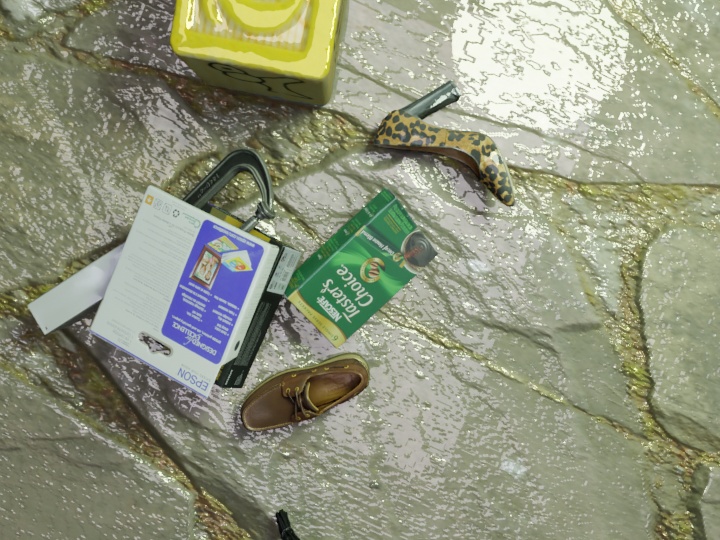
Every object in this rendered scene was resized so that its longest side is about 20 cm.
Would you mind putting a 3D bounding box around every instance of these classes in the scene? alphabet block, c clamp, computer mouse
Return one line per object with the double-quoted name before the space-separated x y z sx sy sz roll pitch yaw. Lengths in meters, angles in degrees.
"alphabet block" -0.115 -0.334 0.949 0.190 0.200 0.202 8 94 -3
"c clamp" -0.178 -0.053 0.988 0.200 0.027 0.172 -45 60 14
"computer mouse" -0.088 0.449 1.047 0.045 0.140 0.206 -1 94 -15

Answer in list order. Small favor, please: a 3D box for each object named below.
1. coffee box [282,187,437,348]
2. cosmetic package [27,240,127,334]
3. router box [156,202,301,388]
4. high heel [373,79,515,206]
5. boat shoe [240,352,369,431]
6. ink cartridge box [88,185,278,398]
"coffee box" 0.000 0.000 1.037 0.199 0.044 0.123 -41 124 1
"cosmetic package" -0.346 0.010 1.032 0.197 0.083 0.051 -33 95 0
"router box" -0.187 0.031 1.019 0.155 0.052 0.204 26 93 28
"high heel" 0.114 -0.146 1.036 0.141 0.072 0.203 -30 78 -5
"boat shoe" -0.080 0.173 1.059 0.196 0.068 0.074 -22 95 0
"ink cartridge box" -0.222 0.025 0.946 0.195 0.043 0.204 25 91 18
